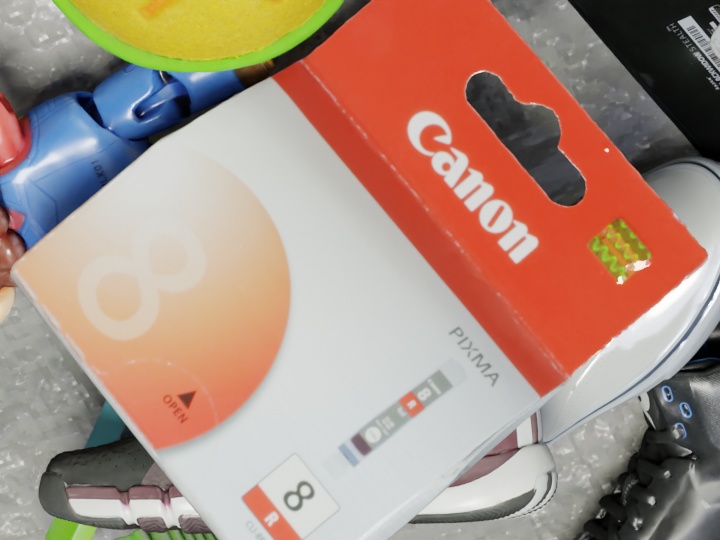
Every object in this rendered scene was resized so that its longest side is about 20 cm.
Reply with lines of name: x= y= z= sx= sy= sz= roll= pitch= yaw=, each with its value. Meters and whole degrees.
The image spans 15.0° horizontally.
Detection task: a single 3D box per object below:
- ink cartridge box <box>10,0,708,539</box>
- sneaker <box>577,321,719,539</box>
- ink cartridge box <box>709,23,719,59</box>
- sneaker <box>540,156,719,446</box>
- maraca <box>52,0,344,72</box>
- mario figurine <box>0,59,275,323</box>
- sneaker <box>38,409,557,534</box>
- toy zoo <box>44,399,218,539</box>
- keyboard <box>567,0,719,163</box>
ink cartridge box: x=0.000 y=0.000 z=0.987 sx=0.200 sy=0.050 sz=0.162 roll=-41 pitch=80 yaw=4
sneaker: x=0.120 y=0.086 z=1.139 sx=0.200 sy=0.073 sz=0.112 roll=-33 pitch=113 yaw=8
ink cartridge box: x=0.241 y=-0.113 z=1.007 sx=0.163 sy=0.057 sz=0.200 roll=37 pitch=87 yaw=-40
sneaker: x=0.072 y=0.030 z=1.080 sx=0.200 sy=0.073 sz=0.071 roll=-45 pitch=155 yaw=14
maraca: x=-0.063 y=-0.170 z=0.965 sx=0.137 sy=0.107 sz=0.200 roll=-8 pitch=98 yaw=-3
mario figurine: x=-0.125 y=-0.045 z=1.066 sx=0.200 sy=0.106 sz=0.124 roll=-23 pitch=82 yaw=1
sneaker: x=-0.026 y=0.041 z=1.048 sx=0.200 sy=0.076 sz=0.116 roll=-3 pitch=86 yaw=9
toy zoo: x=-0.039 y=0.049 z=1.107 sx=0.131 sy=0.020 sz=0.200 roll=5 pitch=125 yaw=-35
keyboard: x=0.149 y=-0.100 z=1.054 sx=0.104 sy=0.040 sz=0.200 roll=-22 pitch=123 yaw=39
